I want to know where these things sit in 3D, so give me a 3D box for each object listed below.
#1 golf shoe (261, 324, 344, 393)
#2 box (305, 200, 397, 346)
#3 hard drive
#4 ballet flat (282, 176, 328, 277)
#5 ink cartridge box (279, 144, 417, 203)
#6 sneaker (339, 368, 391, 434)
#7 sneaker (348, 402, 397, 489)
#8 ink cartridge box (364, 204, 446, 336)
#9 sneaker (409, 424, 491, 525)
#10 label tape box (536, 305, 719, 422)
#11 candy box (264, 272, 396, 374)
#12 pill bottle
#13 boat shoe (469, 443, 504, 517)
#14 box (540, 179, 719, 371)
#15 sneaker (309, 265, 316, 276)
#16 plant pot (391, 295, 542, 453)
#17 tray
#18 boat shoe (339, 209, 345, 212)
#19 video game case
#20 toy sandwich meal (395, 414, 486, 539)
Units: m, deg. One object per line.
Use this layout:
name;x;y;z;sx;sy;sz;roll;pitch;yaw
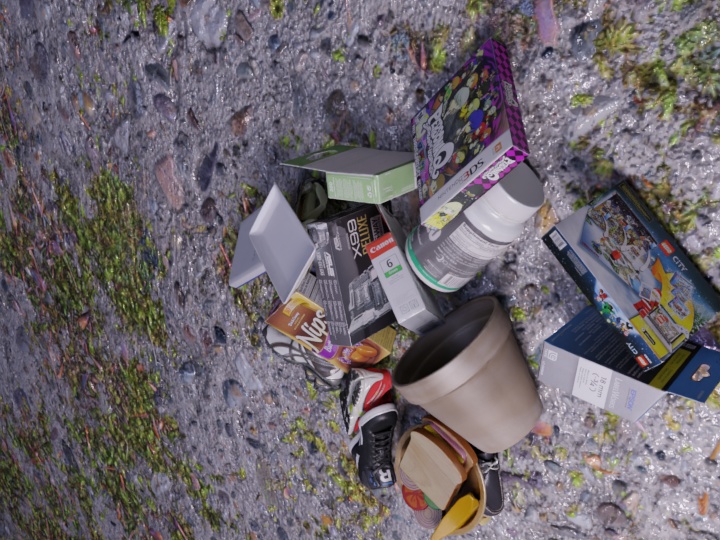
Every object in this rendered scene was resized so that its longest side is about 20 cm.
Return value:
golf shoe;-0.100;0.142;1.426;0.199;0.078;0.095;34;109;26
box;0.000;0.000;1.206;0.049;0.157;0.202;0;107;42
hard drive;-0.187;-0.050;1.359;0.200;0.025;0.133;-23;55;62
ballet flat;-0.087;-0.081;1.252;0.072;0.072;0.202;-40;35;44
ink cartridge box;-0.005;-0.152;1.156;0.199;0.145;0.048;11;116;39
sneaker;0.013;0.237;1.350;0.201;0.084;0.078;110;150;-56
sneaker;0.040;0.321;1.330;0.201;0.072;0.113;109;143;-54
ink cartridge box;0.057;-0.005;1.148;0.050;0.109;0.201;-30;66;12
sneaker;0.144;0.361;1.291;0.200;0.075;0.091;48;141;25
label tape box;0.347;0.125;0.951;0.199;0.144;0.064;22;121;34
candy box;-0.052;0.096;1.295;0.199;0.057;0.117;35;136;-15
pill bottle;0.160;-0.067;1.065;0.113;0.113;0.200;53;133;11
boat shoe;0.189;0.304;1.211;0.063;0.072;0.202;-24;86;62
box;0.333;0.002;0.917;0.201;0.136;0.038;55;153;11
sneaker;-0.132;-0.032;1.339;0.200;0.073;0.083;18;92;59
plant pot;0.173;0.166;1.116;0.174;0.200;0.199;51;135;-10
tray;-0.121;-0.045;1.189;0.108;0.022;0.200;-60;38;22
boat shoe;-0.022;-0.008;1.289;0.073;0.076;0.201;26;129;23
video game case;0.139;-0.181;1.011;0.181;0.036;0.202;-40;41;42
toy sandwich meal;0.117;0.337;1.202;0.204;0.070;0.207;13;108;42
